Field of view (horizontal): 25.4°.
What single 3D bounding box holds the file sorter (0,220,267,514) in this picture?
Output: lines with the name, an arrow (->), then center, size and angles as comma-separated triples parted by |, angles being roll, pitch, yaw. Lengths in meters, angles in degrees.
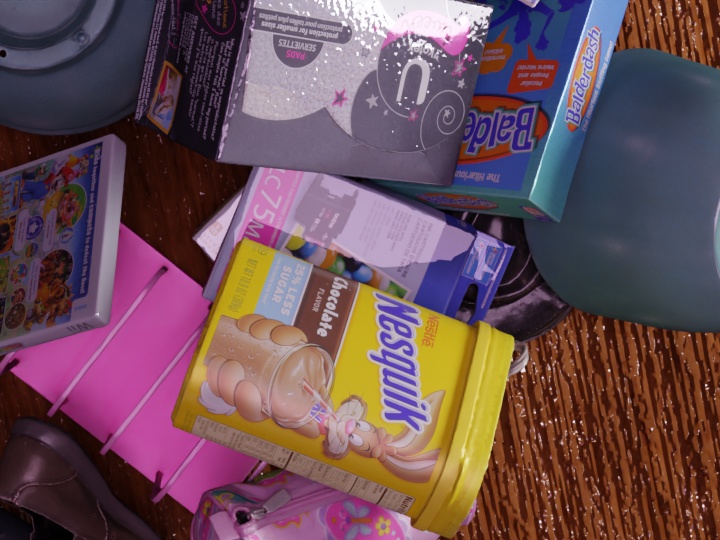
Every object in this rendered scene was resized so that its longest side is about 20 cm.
file sorter -> -0.146, 0.079, 1.158 | 0.199, 0.125, 0.139 | 38, 89, -5

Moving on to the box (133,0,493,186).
box -> -0.028, -0.137, 1.057 | 0.199, 0.114, 0.134 | 3, 105, -40

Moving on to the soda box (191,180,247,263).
soda box -> -0.035, 0.024, 1.194 | 0.068, 0.064, 0.200 | -43, 95, -1

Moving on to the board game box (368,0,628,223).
board game box -> 0.101, -0.140, 1.139 | 0.045, 0.151, 0.202 | 29, 74, -45

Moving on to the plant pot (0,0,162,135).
plant pot -> -0.211, -0.190, 1.052 | 0.198, 0.134, 0.203 | 0, 95, -2

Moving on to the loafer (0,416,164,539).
loafer -> -0.204, 0.190, 1.150 | 0.071, 0.073, 0.201 | -55, 130, -29

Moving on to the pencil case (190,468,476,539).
pencil case -> -0.019, 0.167, 1.099 | 0.198, 0.087, 0.088 | -13, 94, -28

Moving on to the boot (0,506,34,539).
boot -> -0.328, 0.243, 1.176 | 0.168, 0.076, 0.201 | 39, 83, -1

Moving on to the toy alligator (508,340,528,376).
toy alligator -> 0.063, 0.137, 1.216 | 0.200, 0.059, 0.054 | -44, 137, -2

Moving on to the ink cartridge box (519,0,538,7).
ink cartridge box -> 0.082, -0.291, 1.142 | 0.199, 0.043, 0.199 | 33, 64, 9

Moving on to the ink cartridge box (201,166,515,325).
ink cartridge box -> 0.000, 0.000, 1.138 | 0.198, 0.042, 0.120 | 22, 100, -6

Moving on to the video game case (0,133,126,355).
video game case -> -0.252, -0.006, 1.118 | 0.198, 0.018, 0.145 | -15, 57, 26

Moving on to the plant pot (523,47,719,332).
plant pot -> 0.239, -0.047, 1.125 | 0.199, 0.161, 0.203 | -8, 106, -29

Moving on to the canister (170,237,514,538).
canister -> -0.011, 0.074, 1.059 | 0.198, 0.087, 0.149 | 21, 50, -4

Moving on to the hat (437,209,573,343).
hat -> 0.094, -0.036, 1.192 | 0.198, 0.081, 0.203 | 0, 92, -3
